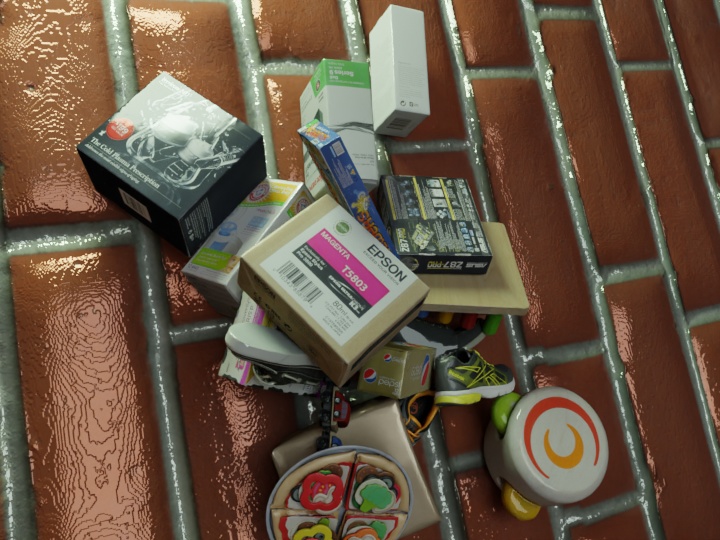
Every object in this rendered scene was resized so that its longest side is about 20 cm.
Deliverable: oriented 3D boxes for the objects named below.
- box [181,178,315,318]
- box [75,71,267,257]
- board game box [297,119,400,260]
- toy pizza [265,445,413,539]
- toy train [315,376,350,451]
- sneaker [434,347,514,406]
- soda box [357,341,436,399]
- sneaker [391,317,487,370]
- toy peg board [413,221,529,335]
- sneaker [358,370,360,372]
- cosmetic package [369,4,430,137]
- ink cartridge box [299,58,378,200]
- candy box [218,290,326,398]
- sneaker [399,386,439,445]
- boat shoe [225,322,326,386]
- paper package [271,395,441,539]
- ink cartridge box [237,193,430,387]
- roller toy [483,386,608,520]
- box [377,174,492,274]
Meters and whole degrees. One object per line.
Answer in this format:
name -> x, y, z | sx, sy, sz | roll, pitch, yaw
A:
box -> -0.152, -0.033, 1.035 | 0.201, 0.111, 0.102 | -55, 135, -24
box -> -0.270, -0.159, 1.003 | 0.199, 0.105, 0.183 | 33, 64, 13
board game box -> -0.017, -0.109, 0.977 | 0.034, 0.135, 0.202 | -30, 117, -5
toy pizza -> -0.024, 0.318, 0.892 | 0.197, 0.032, 0.203 | -5, 112, -11
toy train -> -0.035, 0.198, 0.953 | 0.045, 0.034, 0.202 | 2, 53, 2
sneaker -> 0.188, 0.165, 1.108 | 0.199, 0.074, 0.086 | -4, 87, -51
soda box -> 0.059, 0.143, 1.006 | 0.063, 0.200, 0.069 | 9, 87, 18
sneaker -> 0.125, 0.102, 1.157 | 0.198, 0.075, 0.107 | -26, 88, -25
toy peg board -> 0.157, 0.017, 1.160 | 0.196, 0.099, 0.202 | 3, 45, -8
sneaker -> 0.002, 0.083, 1.001 | 0.070, 0.073, 0.202 | -27, 123, -6
cosmetic package -> 0.068, -0.356, 1.233 | 0.070, 0.101, 0.203 | 3, 77, -22
ink cartridge box -> -0.038, -0.219, 1.128 | 0.083, 0.146, 0.203 | 0, 77, -21
candy box -> -0.100, 0.107, 1.000 | 0.199, 0.060, 0.138 | 22, 82, -51
sneaker -> 0.060, 0.257, 1.090 | 0.078, 0.077, 0.201 | 41, 67, -10
boat shoe -> -0.104, 0.120, 0.892 | 0.199, 0.071, 0.064 | 22, 102, -51
paper package -> -0.007, 0.304, 1.000 | 0.197, 0.103, 0.193 | -21, 85, -4
ink cartridge box -> -0.036, 0.021, 0.892 | 0.200, 0.075, 0.164 | 42, 59, 14
roller toy -> 0.306, 0.300, 1.147 | 0.180, 0.140, 0.203 | -7, 70, -18
box -> 0.119, -0.080, 1.144 | 0.159, 0.050, 0.202 | 2, 45, -12
